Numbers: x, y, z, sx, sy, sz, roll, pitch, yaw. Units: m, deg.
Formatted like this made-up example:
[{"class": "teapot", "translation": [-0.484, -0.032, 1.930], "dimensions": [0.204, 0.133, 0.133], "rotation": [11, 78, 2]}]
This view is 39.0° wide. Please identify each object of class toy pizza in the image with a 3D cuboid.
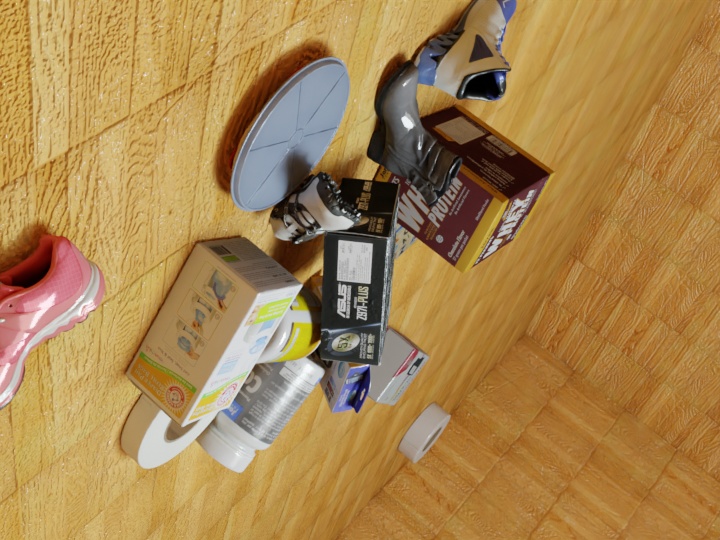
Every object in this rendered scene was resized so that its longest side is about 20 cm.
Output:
[{"class": "toy pizza", "translation": [-0.083, -0.155, 1.139], "dimensions": [0.200, 0.032, 0.201], "rotation": [-48, 163, -20]}]

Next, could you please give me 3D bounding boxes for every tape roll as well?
[{"class": "tape roll", "translation": [0.210, 0.535, 3.348], "dimensions": [0.203, 0.071, 0.203], "rotation": [-47, 164, -18]}, {"class": "tape roll", "translation": [-0.244, 0.183, 1.396], "dimensions": [0.203, 0.037, 0.203], "rotation": [-47, 164, -18]}]

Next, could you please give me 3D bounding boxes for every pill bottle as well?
[{"class": "pill bottle", "translation": [-0.114, 0.069, 1.384], "dimensions": [0.110, 0.109, 0.200], "rotation": [-54, 164, 7]}, {"class": "pill bottle", "translation": [-0.155, 0.196, 1.532], "dimensions": [0.201, 0.113, 0.114], "rotation": [-52, 164, -2]}]

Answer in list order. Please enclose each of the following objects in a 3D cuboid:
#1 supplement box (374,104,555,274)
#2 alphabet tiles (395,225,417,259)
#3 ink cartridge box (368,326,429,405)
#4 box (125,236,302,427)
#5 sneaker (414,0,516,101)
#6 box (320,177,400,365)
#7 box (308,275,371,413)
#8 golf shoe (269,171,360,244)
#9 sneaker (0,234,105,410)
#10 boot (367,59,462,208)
[{"class": "supplement box", "translation": [0.154, -0.130, 1.554], "dimensions": [0.200, 0.197, 0.133], "rotation": [-29, 152, -53]}, {"class": "alphabet tiles", "translation": [0.106, -0.104, 1.820], "dimensions": [0.166, 0.006, 0.201], "rotation": [-44, 162, -28]}, {"class": "ink cartridge box", "translation": [0.068, 0.215, 2.247], "dimensions": [0.146, 0.083, 0.200], "rotation": [-53, 164, 1]}, {"class": "box", "translation": [-0.177, 0.072, 1.227], "dimensions": [0.201, 0.101, 0.112], "rotation": [-58, 163, 18]}, {"class": "sneaker", "translation": [0.169, -0.293, 1.397], "dimensions": [0.199, 0.115, 0.081], "rotation": [-46, 164, -28]}, {"class": "box", "translation": [0.000, 0.000, 1.391], "dimensions": [0.164, 0.085, 0.202], "rotation": [-75, 170, -59]}, {"class": "box", "translation": [-0.041, 0.120, 1.557], "dimensions": [0.041, 0.201, 0.120], "rotation": [-5, 141, -24]}, {"class": "golf shoe", "translation": [-0.060, -0.064, 1.226], "dimensions": [0.094, 0.078, 0.200], "rotation": [-39, -173, -6]}, {"class": "sneaker", "translation": [-0.315, 0.046, 0.882], "dimensions": [0.200, 0.073, 0.087], "rotation": [-50, 151, -22]}, {"class": "boot", "translation": [0.085, -0.182, 1.369], "dimensions": [0.070, 0.131, 0.201], "rotation": [-44, 162, -24]}]
